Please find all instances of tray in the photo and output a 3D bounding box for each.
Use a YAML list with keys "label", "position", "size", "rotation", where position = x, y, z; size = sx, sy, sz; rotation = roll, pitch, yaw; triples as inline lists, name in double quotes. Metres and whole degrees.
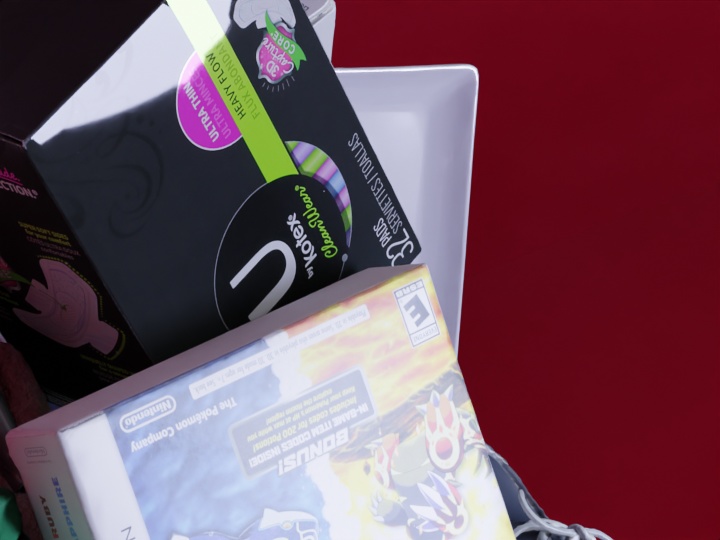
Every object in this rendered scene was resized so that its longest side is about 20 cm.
- label: "tray"
  position: [0.000, 0.000, 1.374]
  size: [0.022, 0.107, 0.200]
  rotation: [22, -68, 54]

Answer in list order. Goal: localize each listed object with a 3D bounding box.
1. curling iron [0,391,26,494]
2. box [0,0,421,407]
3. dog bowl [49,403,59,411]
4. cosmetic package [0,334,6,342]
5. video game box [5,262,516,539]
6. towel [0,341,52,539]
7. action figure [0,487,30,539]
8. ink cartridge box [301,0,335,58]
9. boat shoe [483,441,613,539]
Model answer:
- label: "curling iron"
  position: [-0.183, 0.006, 1.176]
  size: [0.200, 0.026, 0.050]
  rotation: [61, -4, 17]
- label: "box"
  position: [-0.092, -0.043, 1.218]
  size: [0.124, 0.149, 0.200]
  rotation: [19, -32, 41]
- label: "dog bowl"
  position: [-0.125, 0.075, 1.520]
  size: [0.200, 0.050, 0.112]
  rotation: [62, 8, -56]
- label: "cosmetic package"
  position: [-0.171, -0.068, 1.432]
  size: [0.107, 0.090, 0.200]
  rotation: [61, 6, -56]
- label: "video game box"
  position: [-0.028, 0.114, 1.175]
  size: [0.047, 0.200, 0.182]
  rotation: [-4, -73, 52]
- label: "towel"
  position: [-0.123, 0.138, 1.247]
  size: [0.133, 0.034, 0.200]
  rotation: [84, -12, -65]
- label: "action figure"
  position: [-0.142, 0.126, 1.099]
  size: [0.200, 0.055, 0.118]
  rotation: [-123, -171, -80]
- label: "ink cartridge box"
  position: [-0.098, -0.089, 1.576]
  size: [0.145, 0.083, 0.200]
  rotation: [34, -38, 24]
- label: "boat shoe"
  position: [0.087, 0.147, 1.282]
  size: [0.075, 0.062, 0.200]
  rotation: [15, 37, -36]
